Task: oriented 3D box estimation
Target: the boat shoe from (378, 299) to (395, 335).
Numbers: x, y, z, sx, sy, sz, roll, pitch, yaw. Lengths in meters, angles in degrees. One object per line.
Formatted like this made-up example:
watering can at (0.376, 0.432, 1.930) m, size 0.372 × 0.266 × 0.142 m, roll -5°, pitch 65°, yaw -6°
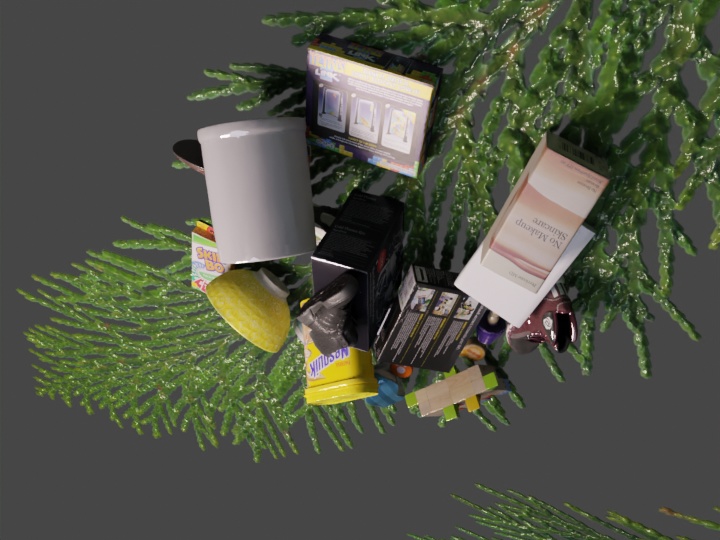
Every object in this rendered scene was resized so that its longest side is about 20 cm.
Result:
boat shoe at (0.112, 0.075, 1.310) m, size 0.197 × 0.066 × 0.071 m, roll -17°, pitch 105°, yaw 13°

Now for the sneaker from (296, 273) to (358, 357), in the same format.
sneaker at (-0.034, 0.079, 1.129) m, size 0.104 × 0.060 × 0.199 m, roll 42°, pitch 143°, yaw -12°

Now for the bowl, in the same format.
bowl at (-0.209, 0.060, 1.430) m, size 0.200 × 0.200 × 0.108 m, roll 41°, pitch 96°, yaw -13°

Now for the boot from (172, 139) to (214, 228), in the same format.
boot at (-0.273, -0.138, 1.325) m, size 0.184 × 0.065 × 0.201 m, roll 25°, pitch 142°, yaw 4°

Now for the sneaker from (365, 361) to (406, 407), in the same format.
sneaker at (0.041, 0.229, 1.438) m, size 0.075 × 0.082 × 0.200 m, roll -24°, pitch 159°, yaw 4°

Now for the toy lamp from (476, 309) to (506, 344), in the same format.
toy lamp at (0.243, 0.057, 1.225) m, size 0.057 × 0.059 × 0.202 m, roll 19°, pitch 138°, yaw 11°

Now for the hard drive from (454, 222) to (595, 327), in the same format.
hard drive at (0.257, -0.020, 1.107) m, size 0.131 × 0.026 × 0.201 m, roll 33°, pitch 118°, yaw 0°

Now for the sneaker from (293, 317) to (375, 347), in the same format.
sneaker at (-0.046, 0.120, 1.452) m, size 0.199 × 0.079 × 0.132 m, roll 34°, pitch 117°, yaw 23°

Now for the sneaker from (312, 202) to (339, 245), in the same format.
sneaker at (-0.119, -0.089, 1.233) m, size 0.199 × 0.078 × 0.088 m, roll 30°, pitch 139°, yaw -32°

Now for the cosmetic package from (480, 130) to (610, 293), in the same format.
cosmetic package at (0.263, -0.083, 1.008) m, size 0.102 × 0.088 × 0.202 m, roll 25°, pitch 121°, yaw 2°

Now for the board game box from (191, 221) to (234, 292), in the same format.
board game box at (-0.317, -0.015, 1.498) m, size 0.094 × 0.030 × 0.202 m, roll 23°, pitch 136°, yaw 7°

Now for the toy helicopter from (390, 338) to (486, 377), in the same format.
toy helicopter at (0.148, 0.141, 1.369) m, size 0.196 × 0.079 × 0.134 m, roll 3°, pitch 125°, yaw 12°

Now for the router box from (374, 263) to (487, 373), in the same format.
router box at (0.125, 0.090, 1.230) m, size 0.147 × 0.052 × 0.202 m, roll 11°, pitch 129°, yaw -16°

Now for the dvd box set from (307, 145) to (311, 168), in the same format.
dvd box set at (-0.169, -0.141, 1.238) m, size 0.144 × 0.030 × 0.202 m, roll 3°, pitch 139°, yaw -12°

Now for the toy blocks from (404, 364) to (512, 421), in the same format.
toy blocks at (0.208, 0.241, 1.387) m, size 0.198 × 0.101 × 0.136 m, roll -29°, pitch 156°, yaw 28°

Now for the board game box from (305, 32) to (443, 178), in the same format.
board game box at (0.014, -0.248, 1.054) m, size 0.197 × 0.057 × 0.167 m, roll 20°, pitch 136°, yaw 11°

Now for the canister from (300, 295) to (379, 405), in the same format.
canister at (-0.046, 0.148, 1.348) m, size 0.147 × 0.204 × 0.086 m, roll -18°, pitch 160°, yaw 33°

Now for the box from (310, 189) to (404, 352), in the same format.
box at (0.000, 0.000, 1.212) m, size 0.102 × 0.183 × 0.202 m, roll 14°, pitch 138°, yaw 15°

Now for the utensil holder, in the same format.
utensil holder at (-0.153, -0.123, 1.075) m, size 0.168 × 0.169 × 0.204 m, roll -3°, pitch 99°, yaw 32°

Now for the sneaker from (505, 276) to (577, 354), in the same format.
sneaker at (0.309, 0.108, 1.182) m, size 0.074 × 0.117 × 0.202 m, roll -6°, pitch 138°, yaw -12°
